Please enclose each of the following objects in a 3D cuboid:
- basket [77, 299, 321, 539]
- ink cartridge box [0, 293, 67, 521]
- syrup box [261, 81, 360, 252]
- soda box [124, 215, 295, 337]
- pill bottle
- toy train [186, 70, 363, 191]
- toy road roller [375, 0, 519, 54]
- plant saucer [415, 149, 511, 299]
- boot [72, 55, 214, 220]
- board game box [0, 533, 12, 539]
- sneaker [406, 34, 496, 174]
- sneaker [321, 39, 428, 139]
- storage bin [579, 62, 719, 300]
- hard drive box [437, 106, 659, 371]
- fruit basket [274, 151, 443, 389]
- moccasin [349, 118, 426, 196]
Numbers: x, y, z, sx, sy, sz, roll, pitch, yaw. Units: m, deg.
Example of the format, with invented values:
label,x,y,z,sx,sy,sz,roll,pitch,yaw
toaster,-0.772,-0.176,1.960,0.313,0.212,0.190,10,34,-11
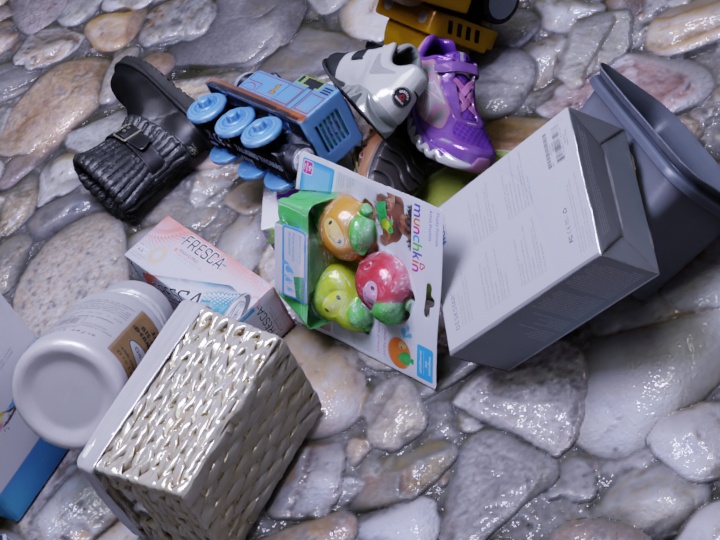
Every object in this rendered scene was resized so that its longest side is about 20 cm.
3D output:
label,x,y,z,sx,sy,sz,roll,pitch,yaw
basket,-0.142,0.149,1.491,0.123,0.136,0.200,12,58,32
ink cartridge box,-0.400,0.123,1.600,0.146,0.200,0.146,11,56,34
syrup box,-0.050,-0.099,1.710,0.079,0.082,0.200,-16,44,18
soda box,-0.159,0.018,1.672,0.068,0.064,0.200,-44,45,-15
pill bottle,-0.253,0.085,1.578,0.114,0.115,0.200,-13,16,16
toy train,-0.094,-0.153,1.669,0.114,0.087,0.200,-41,38,-19
toy road roller,0.066,-0.279,1.748,0.123,0.200,0.146,30,104,43
plant saucer,0.117,-0.055,1.620,0.199,0.031,0.200,-14,46,15
boot,-0.275,-0.159,1.884,0.158,0.080,0.211,-41,45,-12
board game box,-0.321,0.305,1.391,0.062,0.200,0.200,-21,44,9
sneaker,0.091,-0.175,1.646,0.089,0.080,0.200,-59,34,26
sneaker,0.022,-0.198,1.650,0.088,0.074,0.200,-43,27,2
storage bin,0.258,-0.073,1.503,0.134,0.145,0.200,-49,40,19
hard drive box,0.159,-0.025,1.446,0.200,0.077,0.156,-36,49,41
fruit basket,0.000,0.000,1.532,0.094,0.186,0.200,-17,31,-34
moccasin,0.022,-0.113,1.666,0.078,0.074,0.202,-30,23,23
